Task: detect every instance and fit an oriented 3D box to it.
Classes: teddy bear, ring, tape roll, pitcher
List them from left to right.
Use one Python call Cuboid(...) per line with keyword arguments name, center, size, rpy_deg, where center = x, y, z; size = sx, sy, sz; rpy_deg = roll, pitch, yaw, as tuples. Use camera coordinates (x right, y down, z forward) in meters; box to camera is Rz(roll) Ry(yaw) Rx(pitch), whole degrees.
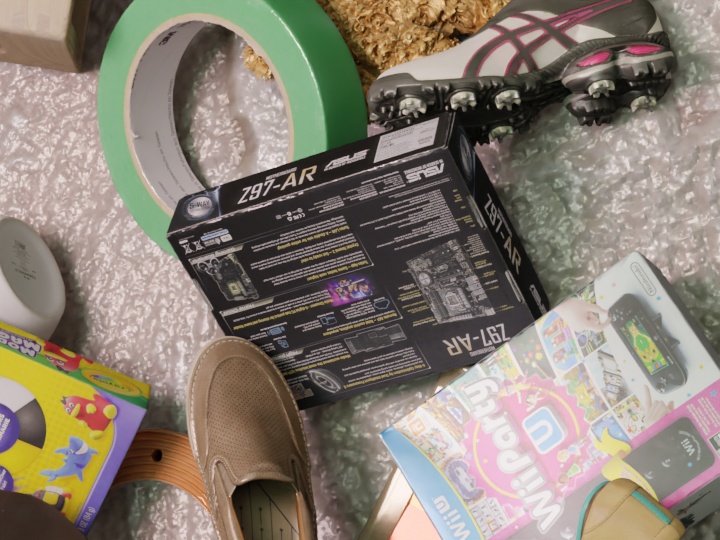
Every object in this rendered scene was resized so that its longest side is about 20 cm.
Cuboid(name="pitcher", center=(-0.322, 0.034, 1.539), size=(0.200, 0.171, 0.122), rpy_deg=(-26, 67, 20))
Cuboid(name="ring", center=(-0.145, 0.209, 1.521), size=(0.200, 0.019, 0.201), rpy_deg=(-3, 82, 25))
Cuboid(name="tape roll", center=(-0.088, -0.100, 1.480), size=(0.200, 0.048, 0.201), rpy_deg=(11, 109, 36))
Cuboid(name="teddy bear", center=(0.012, -0.166, 1.473), size=(0.200, 0.067, 0.145), rpy_deg=(30, 93, 23))

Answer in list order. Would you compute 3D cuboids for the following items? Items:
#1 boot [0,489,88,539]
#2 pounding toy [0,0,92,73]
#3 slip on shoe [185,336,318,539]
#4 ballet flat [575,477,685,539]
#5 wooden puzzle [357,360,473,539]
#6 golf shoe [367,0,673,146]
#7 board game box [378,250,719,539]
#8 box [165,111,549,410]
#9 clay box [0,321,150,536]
Cuboid(name="boot", center=(-0.261, 0.212, 1.510), size=(0.186, 0.200, 0.064), rpy_deg=(30, 57, 6))
Cuboid(name="pounding toy", center=(-0.258, -0.218, 1.548), size=(0.142, 0.200, 0.185), rpy_deg=(9, 86, -3))
Cuboid(name="slip on shoe", center=(-0.064, 0.131, 1.383), size=(0.076, 0.061, 0.201), rpy_deg=(-1, 68, -15))
Cuboid(name="ballet flat", center=(0.150, 0.210, 1.292), size=(0.063, 0.069, 0.201), rpy_deg=(27, 136, 27))
Cuboid(name="wooden puzzle", center=(0.087, 0.181, 1.410), size=(0.185, 0.037, 0.201), rpy_deg=(27, 95, 24))
Cuboid(name="golf shoe", center=(0.097, -0.133, 1.404), size=(0.199, 0.077, 0.088), rpy_deg=(-9, 67, -11))
Cuboid(name="board game box", center=(0.134, 0.108, 1.358), size=(0.200, 0.064, 0.148), rpy_deg=(-36, 67, 10))
Cuboid(name="box", center=(0.000, 0.000, 1.415), size=(0.199, 0.044, 0.161), rpy_deg=(-17, 121, 22))
Cuboid(name="clay box", center=(-0.254, 0.093, 1.482), size=(0.199, 0.048, 0.115), rpy_deg=(23, 108, -11))
